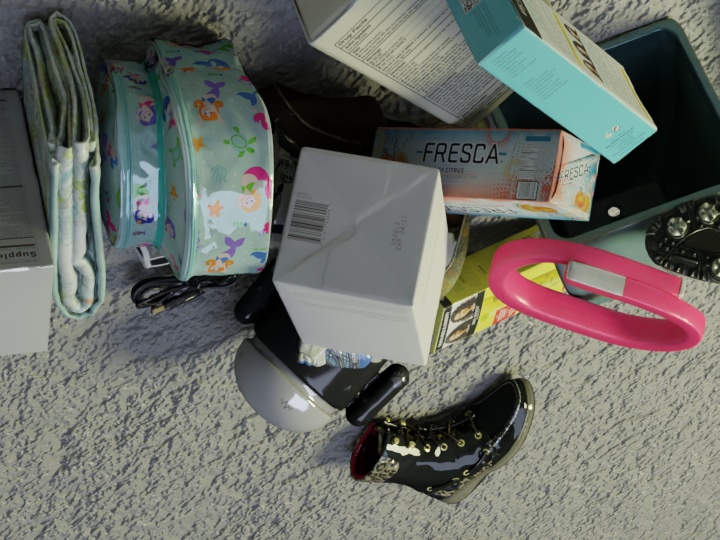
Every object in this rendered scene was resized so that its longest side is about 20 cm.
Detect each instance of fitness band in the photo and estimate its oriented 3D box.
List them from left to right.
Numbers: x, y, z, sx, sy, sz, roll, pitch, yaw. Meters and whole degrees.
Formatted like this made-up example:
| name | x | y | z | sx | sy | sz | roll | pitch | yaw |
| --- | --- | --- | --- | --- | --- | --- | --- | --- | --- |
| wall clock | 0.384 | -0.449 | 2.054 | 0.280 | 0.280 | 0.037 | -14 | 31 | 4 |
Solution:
| name | x | y | z | sx | sy | sz | roll | pitch | yaw |
| --- | --- | --- | --- | --- | --- | --- | --- | --- | --- |
| fitness band | 0.211 | 0.023 | 1.504 | 0.199 | 0.038 | 0.144 | 20 | 163 | -9 |

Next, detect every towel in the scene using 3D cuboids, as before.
| name | x | y | z | sx | sy | sz | roll | pitch | yaw |
| --- | --- | --- | --- | --- | --- | --- | --- | --- | --- |
| towel | -0.242 | -0.085 | 1.381 | 0.048 | 0.172 | 0.201 | -6 | 140 | -15 |

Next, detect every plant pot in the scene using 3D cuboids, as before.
| name | x | y | z | sx | sy | sz | roll | pitch | yaw |
| --- | --- | --- | --- | --- | --- | --- | --- | --- | --- |
| plant pot | 0.248 | -0.077 | 1.604 | 0.195 | 0.197 | 0.200 | -20 | 148 | 0 |

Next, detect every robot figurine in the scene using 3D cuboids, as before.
| name | x | y | z | sx | sy | sz | roll | pitch | yaw |
| --- | --- | --- | --- | --- | --- | --- | --- | --- | --- |
| robot figurine | -0.035 | 0.067 | 1.680 | 0.200 | 0.150 | 0.125 | -47 | 149 | -1 |

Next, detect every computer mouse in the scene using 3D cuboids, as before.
| name | x | y | z | sx | sy | sz | roll | pitch | yaw |
| --- | --- | --- | --- | --- | --- | --- | --- | --- | --- |
| computer mouse | -0.178 | -0.038 | 1.574 | 0.109 | 0.044 | 0.200 | -21 | 144 | -9 |

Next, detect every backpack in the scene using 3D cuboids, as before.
| name | x | y | z | sx | sy | sz | roll | pitch | yaw |
| --- | --- | --- | --- | --- | --- | --- | --- | --- | --- |
| backpack | -0.139 | -0.087 | 1.377 | 0.150 | 0.200 | 0.179 | -7 | 119 | -22 |

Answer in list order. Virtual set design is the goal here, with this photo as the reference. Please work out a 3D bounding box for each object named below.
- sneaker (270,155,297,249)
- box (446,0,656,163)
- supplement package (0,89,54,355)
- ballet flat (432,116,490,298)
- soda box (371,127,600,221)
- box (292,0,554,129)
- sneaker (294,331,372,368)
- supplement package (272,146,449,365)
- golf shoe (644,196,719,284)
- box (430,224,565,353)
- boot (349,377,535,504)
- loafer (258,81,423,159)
| name | x | y | z | sx | sy | sz | roll | pitch | yaw |
| --- | --- | --- | --- | --- | --- | --- | --- | --- | --- |
| sneaker | -0.071 | -0.058 | 1.535 | 0.076 | 0.081 | 0.200 | 3 | 179 | -3 |
| box | 0.156 | -0.164 | 1.358 | 0.049 | 0.083 | 0.200 | -39 | 138 | 22 |
| supplement package | -0.322 | -0.038 | 1.380 | 0.113 | 0.201 | 0.110 | -5 | 140 | -18 |
| ballet flat | 0.073 | -0.059 | 1.591 | 0.070 | 0.071 | 0.201 | 3 | 114 | -27 |
| soda box | 0.103 | -0.084 | 1.446 | 0.199 | 0.064 | 0.068 | 6 | 171 | 40 |
| box | 0.053 | -0.222 | 1.396 | 0.128 | 0.109 | 0.200 | -41 | 138 | 24 |
| sneaker | 0.000 | 0.000 | 1.595 | 0.085 | 0.201 | 0.077 | 16 | 173 | -7 |
| supplement package | 0.005 | -0.007 | 1.440 | 0.119 | 0.122 | 0.200 | 9 | 164 | 8 |
| golf shoe | 0.336 | -0.019 | 1.494 | 0.199 | 0.078 | 0.088 | -4 | 165 | -18 |
| box | 0.144 | 0.011 | 1.724 | 0.199 | 0.050 | 0.076 | -23 | 145 | -28 |
| boot | 0.095 | 0.192 | 1.955 | 0.153 | 0.074 | 0.204 | 14 | 130 | -32 |
| loafer | -0.015 | -0.134 | 1.516 | 0.199 | 0.073 | 0.071 | 16 | 122 | -46 |
